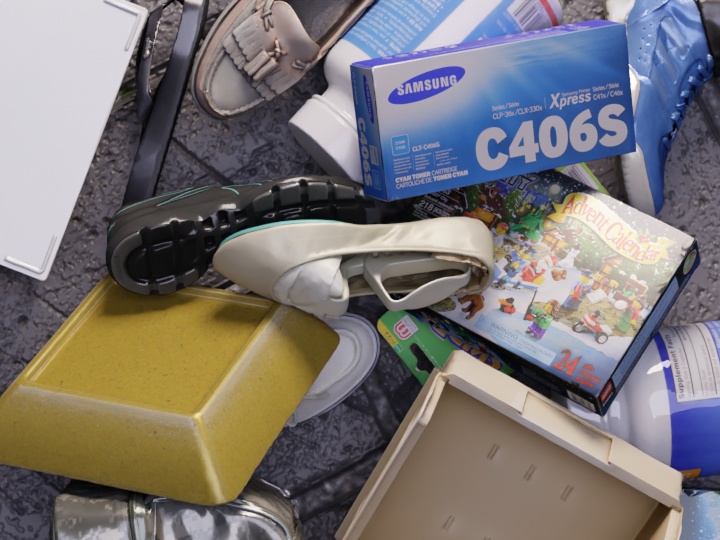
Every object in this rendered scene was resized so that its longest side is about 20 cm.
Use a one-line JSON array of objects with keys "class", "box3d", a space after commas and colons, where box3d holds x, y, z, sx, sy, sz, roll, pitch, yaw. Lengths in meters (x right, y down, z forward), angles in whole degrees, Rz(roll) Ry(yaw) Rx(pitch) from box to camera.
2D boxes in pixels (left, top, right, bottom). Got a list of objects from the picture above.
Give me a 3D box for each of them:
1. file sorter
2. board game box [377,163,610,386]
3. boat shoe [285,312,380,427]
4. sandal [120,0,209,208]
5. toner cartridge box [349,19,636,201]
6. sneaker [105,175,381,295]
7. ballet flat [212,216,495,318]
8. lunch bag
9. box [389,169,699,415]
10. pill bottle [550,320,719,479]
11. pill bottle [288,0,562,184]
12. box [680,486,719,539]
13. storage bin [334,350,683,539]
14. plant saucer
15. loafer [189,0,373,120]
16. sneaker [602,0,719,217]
[{"class": "file sorter", "box3d": [-0.250, -0.108, 1.572, 0.138, 0.125, 0.202, 21, 85, -4]}, {"class": "board game box", "box3d": [0.113, 0.013, 1.645, 0.200, 0.030, 0.096, -40, 89, -9]}, {"class": "boat shoe", "box3d": [-0.078, 0.083, 1.593, 0.200, 0.086, 0.075, -19, 88, -5]}, {"class": "sandal", "box3d": [-0.148, -0.133, 1.596, 0.042, 0.076, 0.202, 17, 93, -4]}, {"class": "toner cartridge box", "box3d": [0.095, -0.114, 1.549, 0.198, 0.043, 0.096, -13, 103, -21]}, {"class": "sneaker", "box3d": [-0.085, -0.039, 1.561, 0.198, 0.079, 0.076, -8, 117, -10]}, {"class": "ballet flat", "box3d": [0.000, 0.000, 1.515, 0.198, 0.069, 0.070, -6, 87, -12]}, {"class": "lunch bag", "box3d": [-0.121, 0.201, 1.529, 0.166, 0.200, 0.141, -7, 90, -2]}, {"class": "box", "box3d": [0.123, -0.002, 1.583, 0.199, 0.038, 0.137, 27, 74, 25]}, {"class": "pill bottle", "box3d": [0.243, 0.095, 1.607, 0.198, 0.112, 0.113, -7, 87, -4]}, {"class": "pill bottle", "box3d": [0.043, -0.150, 1.607, 0.112, 0.112, 0.200, 45, 84, -1]}, {"class": "box", "box3d": [0.285, 0.264, 1.636, 0.135, 0.038, 0.202, 4, 86, -5]}, {"class": "storage bin", "box3d": [0.098, 0.191, 1.555, 0.199, 0.094, 0.199, 29, 118, -2]}, {"class": "plant saucer", "box3d": [-0.140, 0.067, 1.514, 0.198, 0.200, 0.049, 9, 126, 21]}, {"class": "loafer", "box3d": [-0.040, -0.185, 1.586, 0.200, 0.063, 0.072, -45, 114, -11]}, {"class": "sneaker", "box3d": [0.240, -0.140, 1.640, 0.110, 0.077, 0.202, -4, 80, 4]}]
